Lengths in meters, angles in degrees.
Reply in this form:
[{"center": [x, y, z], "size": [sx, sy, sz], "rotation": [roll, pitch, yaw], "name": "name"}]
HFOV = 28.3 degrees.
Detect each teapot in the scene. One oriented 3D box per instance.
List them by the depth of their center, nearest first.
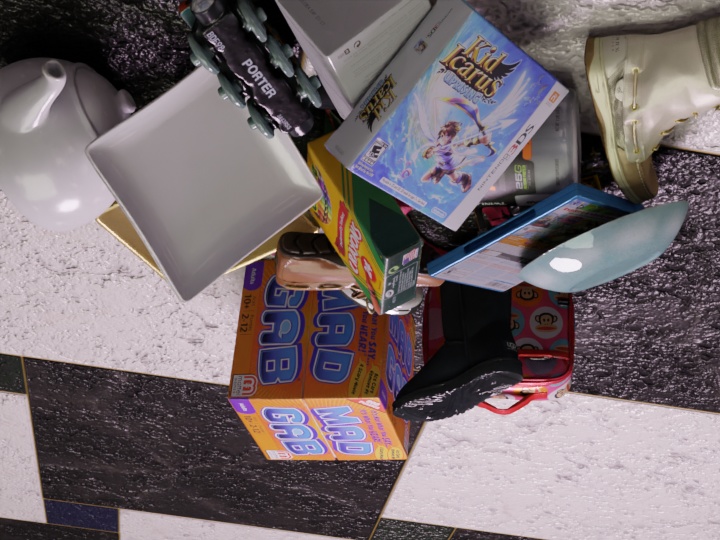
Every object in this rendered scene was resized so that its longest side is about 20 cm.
[{"center": [-0.300, -0.146, 1.506], "size": [0.145, 0.201, 0.198], "rotation": [-26, 116, 11], "name": "teapot"}]

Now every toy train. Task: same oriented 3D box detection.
[{"center": [-0.111, -0.215, 1.397], "size": [0.085, 0.115, 0.200], "rotation": [-33, 137, 9], "name": "toy train"}]

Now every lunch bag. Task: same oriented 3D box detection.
[{"center": [0.177, 0.099, 1.837], "size": [0.197, 0.178, 0.082], "rotation": [0, 154, 8], "name": "lunch bag"}]

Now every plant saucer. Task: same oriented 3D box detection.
[{"center": [0.267, -0.016, 1.533], "size": [0.199, 0.039, 0.201], "rotation": [-20, 169, -4], "name": "plant saucer"}, {"center": [-0.175, -0.071, 1.637], "size": [0.198, 0.049, 0.200], "rotation": [-24, 145, 14], "name": "plant saucer"}]

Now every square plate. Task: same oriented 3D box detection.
[{"center": [-0.162, -0.102, 1.494], "size": [0.199, 0.199, 0.028], "rotation": [59, 161, -22], "name": "square plate"}]

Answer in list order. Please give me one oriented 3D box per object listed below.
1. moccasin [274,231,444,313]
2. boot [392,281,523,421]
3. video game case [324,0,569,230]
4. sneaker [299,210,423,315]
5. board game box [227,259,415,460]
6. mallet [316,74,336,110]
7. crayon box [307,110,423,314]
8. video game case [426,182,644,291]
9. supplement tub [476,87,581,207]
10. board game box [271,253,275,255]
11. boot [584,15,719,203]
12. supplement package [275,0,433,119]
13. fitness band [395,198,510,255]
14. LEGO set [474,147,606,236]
[{"center": [0.000, 0.001, 1.651], "size": [0.199, 0.074, 0.078], "rotation": [-2, 130, -6], "name": "moccasin"}, {"center": [0.116, 0.082, 1.756], "size": [0.076, 0.170, 0.199], "rotation": [22, 142, -37], "name": "boot"}, {"center": [0.087, -0.145, 1.348], "size": [0.182, 0.045, 0.199], "rotation": [-52, 144, 10], "name": "video game case"}, {"center": [0.005, -0.028, 1.702], "size": [0.200, 0.076, 0.115], "rotation": [35, 145, -5], "name": "sneaker"}, {"center": [-0.044, 0.120, 1.888], "size": [0.197, 0.202, 0.200], "rotation": [-2, 151, 13], "name": "board game box"}, {"center": [-0.019, -0.232, 1.434], "size": [0.065, 0.042, 0.201], "rotation": [4, 147, 5], "name": "mallet"}, {"center": [-0.007, -0.066, 1.569], "size": [0.050, 0.201, 0.127], "rotation": [-26, 154, -16], "name": "crayon box"}, {"center": [0.188, -0.032, 1.523], "size": [0.199, 0.018, 0.142], "rotation": [-29, 155, 34], "name": "video game case"}, {"center": [0.131, -0.128, 1.500], "size": [0.197, 0.124, 0.123], "rotation": [-2, 150, 11], "name": "supplement tub"}, {"center": [-0.191, -0.084, 1.734], "size": [0.197, 0.026, 0.201], "rotation": [5, 150, -1], "name": "board game box"}, {"center": [0.319, -0.159, 1.437], "size": [0.153, 0.072, 0.201], "rotation": [-9, 128, 20], "name": "boot"}, {"center": [0.017, -0.205, 1.357], "size": [0.109, 0.114, 0.200], "rotation": [-36, 145, -2], "name": "supplement package"}, {"center": [0.113, -0.052, 1.731], "size": [0.142, 0.038, 0.200], "rotation": [-8, 149, 18], "name": "fitness band"}, {"center": [0.199, -0.077, 1.620], "size": [0.198, 0.117, 0.154], "rotation": [-17, 164, 11], "name": "LEGO set"}]
